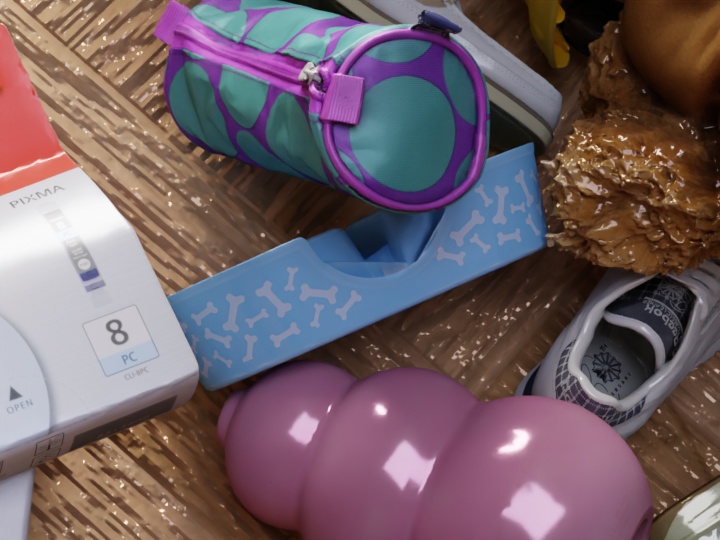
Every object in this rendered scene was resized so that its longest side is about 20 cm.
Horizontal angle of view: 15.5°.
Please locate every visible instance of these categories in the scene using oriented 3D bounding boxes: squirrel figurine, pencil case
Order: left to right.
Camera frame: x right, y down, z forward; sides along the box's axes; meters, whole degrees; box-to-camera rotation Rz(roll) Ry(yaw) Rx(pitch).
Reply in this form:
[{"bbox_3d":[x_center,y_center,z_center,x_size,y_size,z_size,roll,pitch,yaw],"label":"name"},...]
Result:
[{"bbox_3d":[-0.020,-0.082,1.211,0.092,0.200,0.085,29,86,-28],"label":"pencil case"},{"bbox_3d":[0.179,-0.066,1.206,0.141,0.200,0.187,19,45,-38],"label":"squirrel figurine"}]

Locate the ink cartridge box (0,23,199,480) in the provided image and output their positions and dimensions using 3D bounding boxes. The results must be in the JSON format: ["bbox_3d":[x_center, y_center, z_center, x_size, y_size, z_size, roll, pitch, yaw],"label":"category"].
[{"bbox_3d":[-0.182,-0.007,1.144,0.159,0.047,0.201,-22,76,-20],"label":"ink cartridge box"}]

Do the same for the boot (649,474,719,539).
[{"bbox_3d":[0.248,0.142,1.243,0.199,0.072,0.155,-27,76,-14],"label":"boot"}]

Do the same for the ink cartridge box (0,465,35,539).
[{"bbox_3d":[-0.243,0.082,1.166,0.199,0.083,0.146,8,67,-8],"label":"ink cartridge box"}]

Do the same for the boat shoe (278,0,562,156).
[{"bbox_3d":[0.021,-0.133,1.304,0.199,0.075,0.069,33,73,4],"label":"boat shoe"}]

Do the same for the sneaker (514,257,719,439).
[{"bbox_3d":[0.153,0.009,1.272,0.076,0.081,0.200,34,66,5],"label":"sneaker"}]

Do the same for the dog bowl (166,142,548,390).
[{"bbox_3d":[0.000,0.000,1.234,0.199,0.111,0.050,-23,90,-18],"label":"dog bowl"}]

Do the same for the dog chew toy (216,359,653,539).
[{"bbox_3d":[0.028,0.100,1.195,0.199,0.125,0.125,21,66,16],"label":"dog chew toy"}]

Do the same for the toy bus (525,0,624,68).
[{"bbox_3d":[0.142,-0.224,1.336,0.199,0.136,0.192,-23,58,-18],"label":"toy bus"}]
